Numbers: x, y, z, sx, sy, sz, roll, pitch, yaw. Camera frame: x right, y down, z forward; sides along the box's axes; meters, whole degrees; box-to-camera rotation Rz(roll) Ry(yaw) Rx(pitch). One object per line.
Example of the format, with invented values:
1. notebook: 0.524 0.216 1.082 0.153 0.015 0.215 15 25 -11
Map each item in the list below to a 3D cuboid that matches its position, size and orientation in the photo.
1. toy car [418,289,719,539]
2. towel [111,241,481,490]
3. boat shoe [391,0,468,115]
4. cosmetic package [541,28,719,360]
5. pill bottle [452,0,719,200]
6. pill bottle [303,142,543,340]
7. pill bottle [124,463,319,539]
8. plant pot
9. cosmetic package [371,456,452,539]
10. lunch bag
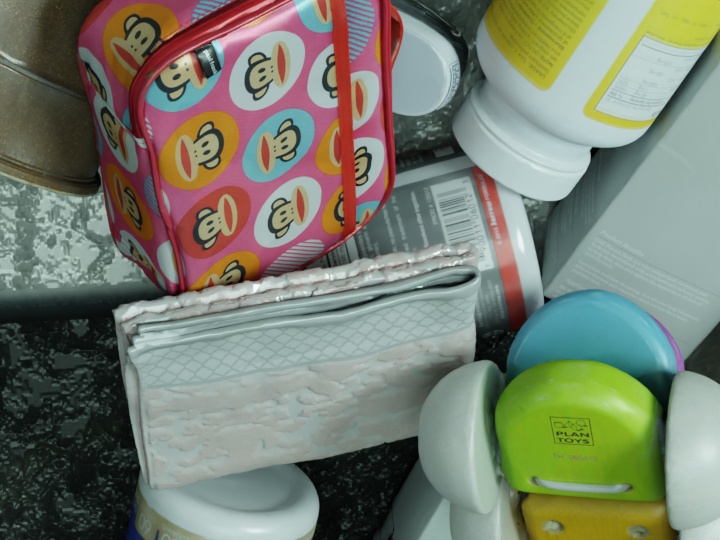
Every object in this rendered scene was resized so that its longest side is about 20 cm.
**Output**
1. toy car: 0.135 0.091 0.982 0.174 0.151 0.200 2 144 19
2. towel: -0.031 0.059 0.964 0.199 0.032 0.191 -11 151 -7
3. boat shoe: -0.026 -0.157 0.989 0.199 0.066 0.070 26 121 9
4. cosmetic package: 0.198 -0.052 1.010 0.106 0.090 0.200 27 125 -11
5. pill bottle: 0.132 -0.139 0.946 0.112 0.112 0.200 24 122 -15
6. pill bottle: 0.000 0.000 1.029 0.199 0.116 0.117 -15 113 1
7. pill bottle: -0.102 0.218 1.105 0.115 0.116 0.201 11 110 -10
8. plant pot: -0.179 -0.175 0.910 0.199 0.200 0.199 28 98 -16
9. cosmetic package: 0.045 0.174 1.121 0.050 0.083 0.201 24 107 -15
10. lunch bag: -0.049 -0.084 0.898 0.176 0.082 0.201 -32 145 -22
